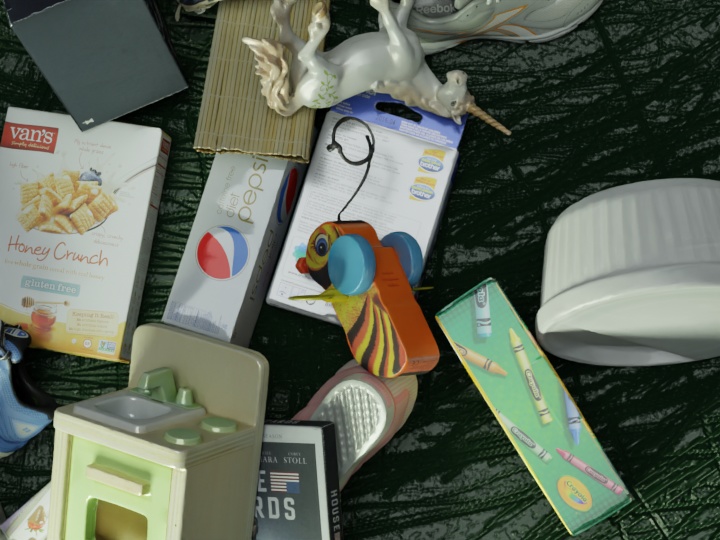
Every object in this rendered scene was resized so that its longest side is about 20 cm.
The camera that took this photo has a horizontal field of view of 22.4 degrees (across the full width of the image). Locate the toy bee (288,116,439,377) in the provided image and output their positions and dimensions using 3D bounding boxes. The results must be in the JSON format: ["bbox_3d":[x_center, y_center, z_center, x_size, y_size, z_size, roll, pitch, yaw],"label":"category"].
[{"bbox_3d":[0.000,0.000,1.448,0.130,0.109,0.201,19,57,-29],"label":"toy bee"}]

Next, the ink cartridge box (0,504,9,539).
[{"bbox_3d":[-0.399,0.172,1.490,0.146,0.145,0.201,-27,80,3],"label":"ink cartridge box"}]

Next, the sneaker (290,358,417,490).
[{"bbox_3d":[-0.026,0.140,1.487,0.075,0.105,0.200,47,120,3],"label":"sneaker"}]

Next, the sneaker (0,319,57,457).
[{"bbox_3d":[-0.318,0.056,1.498,0.089,0.079,0.201,-27,112,15],"label":"sneaker"}]

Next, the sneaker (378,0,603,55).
[{"bbox_3d":[0.109,-0.227,1.500,0.198,0.092,0.076,-14,80,5],"label":"sneaker"}]

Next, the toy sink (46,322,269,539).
[{"bbox_3d":[-0.161,0.156,1.412,0.130,0.112,0.202,14,104,28],"label":"toy sink"}]

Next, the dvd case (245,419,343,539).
[{"bbox_3d":[-0.080,0.219,1.451,0.149,0.025,0.202,-1,96,31],"label":"dvd case"}]

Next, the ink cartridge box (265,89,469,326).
[{"bbox_3d":[0.008,-0.050,1.517,0.118,0.042,0.202,17,88,8],"label":"ink cartridge box"}]

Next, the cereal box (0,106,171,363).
[{"bbox_3d":[-0.249,-0.031,1.550,0.143,0.040,0.202,8,84,10],"label":"cereal box"}]

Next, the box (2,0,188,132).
[{"bbox_3d":[-0.234,-0.245,1.481,0.103,0.200,0.183,-22,69,0],"label":"box"}]

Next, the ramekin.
[{"bbox_3d":[0.231,0.002,1.405,0.201,0.203,0.095,-7,70,7],"label":"ramekin"}]

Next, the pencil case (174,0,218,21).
[{"bbox_3d":[-0.068,-0.267,1.522,0.198,0.078,0.090,-7,116,-5],"label":"pencil case"}]

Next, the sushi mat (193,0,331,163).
[{"bbox_3d":[-0.079,-0.172,1.510,0.095,0.012,0.201,4,54,3],"label":"sushi mat"}]

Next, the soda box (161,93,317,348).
[{"bbox_3d":[-0.099,-0.039,1.516,0.063,0.068,0.201,17,85,12],"label":"soda box"}]

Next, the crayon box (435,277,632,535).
[{"bbox_3d":[0.136,0.108,1.432,0.058,0.119,0.201,-32,82,2],"label":"crayon box"}]

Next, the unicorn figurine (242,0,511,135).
[{"bbox_3d":[0.012,-0.171,1.454,0.198,0.074,0.138,-8,125,3],"label":"unicorn figurine"}]

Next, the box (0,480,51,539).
[{"bbox_3d":[-0.211,0.164,1.519,0.200,0.041,0.039,-42,79,2],"label":"box"}]
